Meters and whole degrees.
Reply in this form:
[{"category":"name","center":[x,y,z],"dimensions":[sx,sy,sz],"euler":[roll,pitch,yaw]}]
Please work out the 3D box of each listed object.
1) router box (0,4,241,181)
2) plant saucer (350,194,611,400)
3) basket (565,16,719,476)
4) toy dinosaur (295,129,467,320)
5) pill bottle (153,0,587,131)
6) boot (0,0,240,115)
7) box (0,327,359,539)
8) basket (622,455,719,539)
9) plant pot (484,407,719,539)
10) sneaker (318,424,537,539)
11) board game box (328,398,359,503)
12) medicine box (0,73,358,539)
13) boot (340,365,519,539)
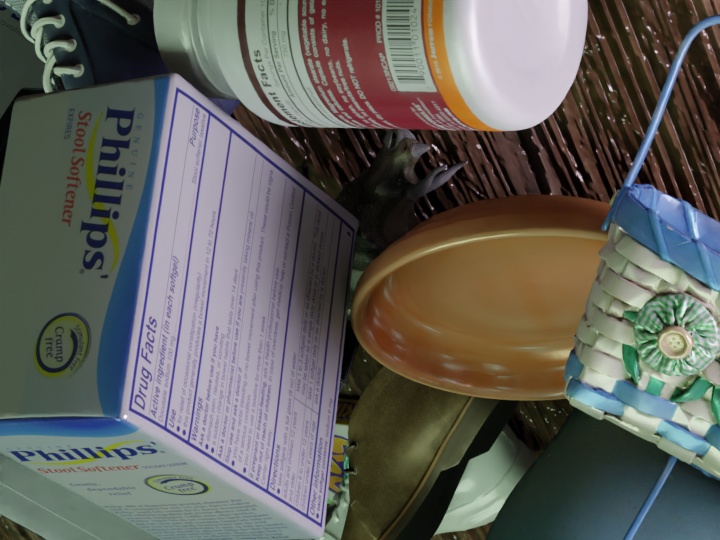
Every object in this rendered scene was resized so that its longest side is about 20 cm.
[{"category":"router box","center":[-0.194,-0.056,1.624],"dimensions":[0.199,0.180,0.049],"euler":[30,150,-5]},{"category":"plant saucer","center":[0.094,0.012,1.577],"dimensions":[0.199,0.038,0.200],"euler":[0,153,0]},{"category":"basket","center":[0.200,0.000,1.395],"dimensions":[0.176,0.201,0.139],"euler":[26,-174,6]},{"category":"toy dinosaur","center":[0.000,0.000,1.656],"dimensions":[0.102,0.077,0.201],"euler":[24,147,20]},{"category":"pill bottle","center":[0.001,-0.126,1.426],"dimensions":[0.199,0.113,0.113],"euler":[4,142,36]},{"category":"boot","center":[-0.153,-0.131,1.565],"dimensions":[0.199,0.091,0.073],"euler":[23,150,9]},{"category":"box","center":[-0.132,0.078,1.761],"dimensions":[0.199,0.104,0.183],"euler":[30,105,-3]},{"category":"basket","center":[0.235,0.128,1.522],"dimensions":[0.176,0.201,0.139],"euler":[23,179,2]},{"category":"plant pot","center":[0.162,0.169,1.658],"dimensions":[0.199,0.189,0.200],"euler":[17,153,9]},{"category":"sneaker","center":[0.009,0.140,1.822],"dimensions":[0.200,0.075,0.089],"euler":[-33,115,20]},{"category":"board game box","center":[-0.024,0.118,1.904],"dimensions":[0.199,0.030,0.096],"euler":[1,141,35]},{"category":"medicine box","center":[-0.097,0.025,1.497],"dimensions":[0.102,0.183,0.200],"euler":[-6,155,29]},{"category":"boot","center":[0.016,0.127,1.755],"dimensions":[0.075,0.201,0.074],"euler":[36,-168,15]}]
